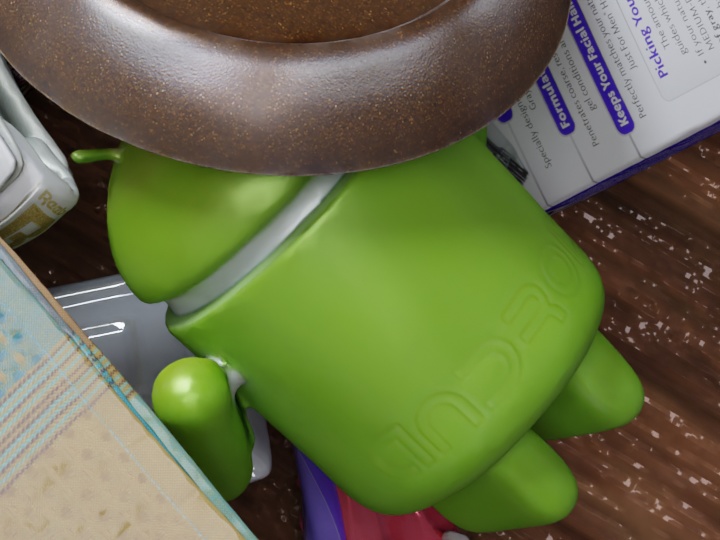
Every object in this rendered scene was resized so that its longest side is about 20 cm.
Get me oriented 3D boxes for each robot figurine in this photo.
[{"bbox_3d":[0.000,0.000,0.822,0.200,0.116,0.176,43,69,-14],"label":"robot figurine"}]

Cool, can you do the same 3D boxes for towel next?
[{"bbox_3d":[-0.116,0.091,0.738,0.147,0.022,0.200,-42,85,-3],"label":"towel"}]

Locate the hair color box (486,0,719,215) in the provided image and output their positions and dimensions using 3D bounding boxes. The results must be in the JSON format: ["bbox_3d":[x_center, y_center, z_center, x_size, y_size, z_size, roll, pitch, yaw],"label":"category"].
[{"bbox_3d":[0.100,-0.097,0.858,0.065,0.200,0.110,-22,86,-44],"label":"hair color box"}]

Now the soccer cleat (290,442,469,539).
[{"bbox_3d":[-0.006,0.063,0.916,0.066,0.076,0.201,-7,71,-31],"label":"soccer cleat"}]

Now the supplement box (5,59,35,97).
[{"bbox_3d":[-0.165,-0.093,0.897,0.200,0.110,0.086,-40,87,-1],"label":"supplement box"}]

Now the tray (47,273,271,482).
[{"bbox_3d":[-0.136,0.047,0.906,0.199,0.022,0.108,-11,51,0],"label":"tray"}]

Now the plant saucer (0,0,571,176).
[{"bbox_3d":[-0.028,-0.113,0.792,0.199,0.032,0.201,4,50,-4],"label":"plant saucer"}]

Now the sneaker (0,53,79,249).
[{"bbox_3d":[-0.140,0.008,0.785,0.115,0.074,0.201,-18,80,13],"label":"sneaker"}]
